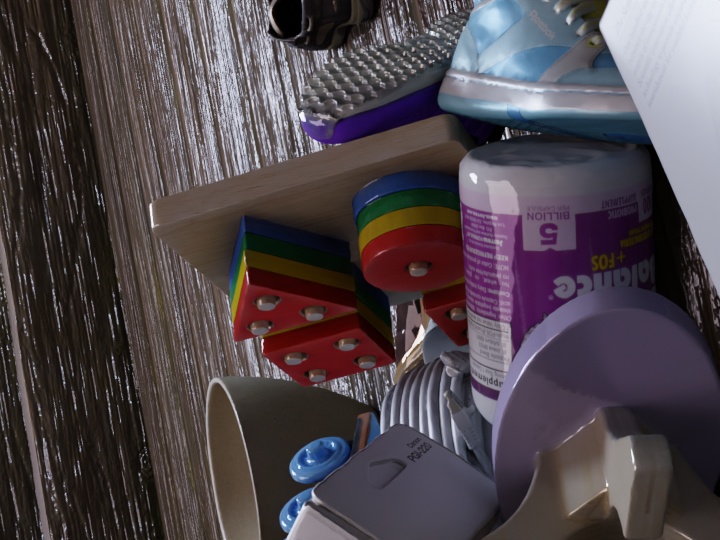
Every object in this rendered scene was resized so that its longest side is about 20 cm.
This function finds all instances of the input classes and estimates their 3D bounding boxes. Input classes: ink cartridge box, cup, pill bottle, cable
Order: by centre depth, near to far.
[{"bbox_3d":[-0.009,0.204,1.031,0.145,0.084,0.202,-30,-33,-64],"label":"ink cartridge box"},{"bbox_3d":[0.116,0.029,1.053,0.112,0.111,0.202,-144,47,-68],"label":"pill bottle"},{"bbox_3d":[0.080,0.152,1.169,0.200,0.069,0.202,6,-113,-72],"label":"cable"},{"bbox_3d":[-0.051,0.187,1.673,0.200,0.142,0.203,172,90,-74],"label":"cup"}]

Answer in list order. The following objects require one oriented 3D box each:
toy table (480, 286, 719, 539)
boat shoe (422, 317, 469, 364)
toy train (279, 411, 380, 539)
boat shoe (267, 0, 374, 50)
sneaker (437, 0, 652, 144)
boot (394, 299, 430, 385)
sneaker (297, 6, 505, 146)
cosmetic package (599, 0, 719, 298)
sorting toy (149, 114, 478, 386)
[{"bbox_3d":[0.134,0.125,0.958,0.118,0.182,0.201,-93,-9,-51],"label":"toy table"},{"bbox_3d":[0.088,0.098,1.298,0.064,0.070,0.202,-66,-26,-52],"label":"boat shoe"},{"bbox_3d":[0.008,0.175,1.225,0.201,0.113,0.087,-76,-33,-59],"label":"toy train"},{"bbox_3d":[-0.047,-0.231,1.564,0.200,0.072,0.075,157,103,-74],"label":"boat shoe"},{"bbox_3d":[0.123,-0.142,1.013,0.199,0.079,0.132,13,91,52],"label":"sneaker"},{"bbox_3d":[0.056,0.000,1.378,0.167,0.071,0.201,-98,9,-46],"label":"boot"},{"bbox_3d":[0.044,-0.094,1.138,0.069,0.199,0.101,14,120,40],"label":"sneaker"},{"bbox_3d":[0.198,-0.089,0.682,0.200,0.122,0.202,106,150,-56],"label":"cosmetic package"},{"bbox_3d":[0.000,0.000,1.147,0.199,0.198,0.070,45,-147,-60],"label":"sorting toy"}]
